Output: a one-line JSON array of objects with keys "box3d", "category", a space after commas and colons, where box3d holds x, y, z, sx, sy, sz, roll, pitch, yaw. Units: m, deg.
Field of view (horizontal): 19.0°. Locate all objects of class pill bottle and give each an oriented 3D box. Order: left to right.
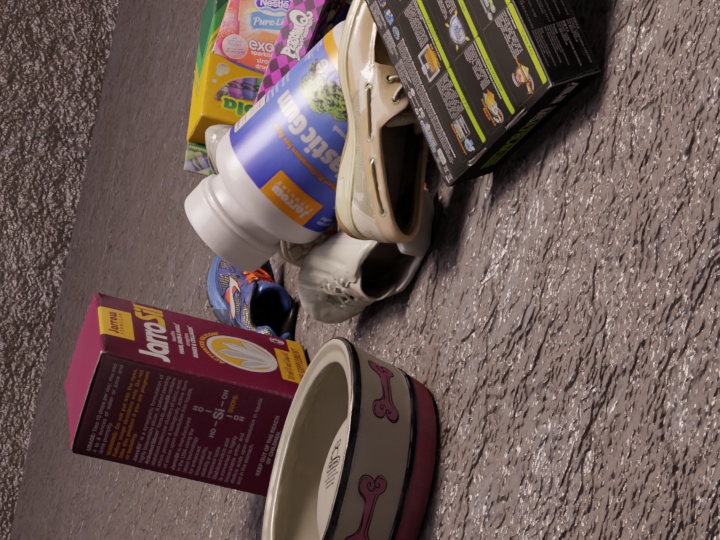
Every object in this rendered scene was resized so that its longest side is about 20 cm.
[{"box3d": [-0.043, -0.093, 1.704, 0.200, 0.112, 0.112, -43, 26, 17], "category": "pill bottle"}]

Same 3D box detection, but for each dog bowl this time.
[{"box3d": [-0.007, 0.154, 1.562, 0.200, 0.074, 0.201, -166, 90, -76], "category": "dog bowl"}]

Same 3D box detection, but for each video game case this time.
[{"box3d": [-0.020, -0.222, 1.874, 0.181, 0.036, 0.201, -36, -29, -61], "category": "video game case"}]

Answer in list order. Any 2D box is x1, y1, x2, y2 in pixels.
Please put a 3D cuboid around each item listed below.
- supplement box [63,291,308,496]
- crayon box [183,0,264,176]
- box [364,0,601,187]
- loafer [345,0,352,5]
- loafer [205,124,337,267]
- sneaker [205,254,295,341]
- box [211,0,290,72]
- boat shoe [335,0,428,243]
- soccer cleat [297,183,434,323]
[{"box3d": [-0.148, 0.109, 1.874, 0.131, 0.199, 0.104, -112, 39, -64], "category": "supplement box"}, {"box3d": [-0.098, -0.176, 2.103, 0.052, 0.125, 0.201, 126, 154, -52], "category": "crayon box"}, {"box3d": [0.070, -0.182, 1.468, 0.201, 0.047, 0.193, 66, 153, 11], "category": "box"}, {"box3d": [0.060, -0.227, 1.698, 0.073, 0.072, 0.200, -53, 27, -16], "category": "loafer"}, {"box3d": [-0.076, -0.067, 1.860, 0.070, 0.070, 0.200, -47, -32, -10], "category": "loafer"}, {"box3d": [-0.093, 0.033, 2.023, 0.079, 0.075, 0.200, -55, 31, 31], "category": "sneaker"}, {"box3d": [-0.064, -0.262, 2.035, 0.200, 0.102, 0.095, -73, 5, -63], "category": "box"}, {"box3d": [0.026, -0.120, 1.584, 0.065, 0.072, 0.201, 8, 94, 49], "category": "boat shoe"}, {"box3d": [0.000, 0.000, 1.699, 0.200, 0.069, 0.078, 129, 149, -52], "category": "soccer cleat"}]
